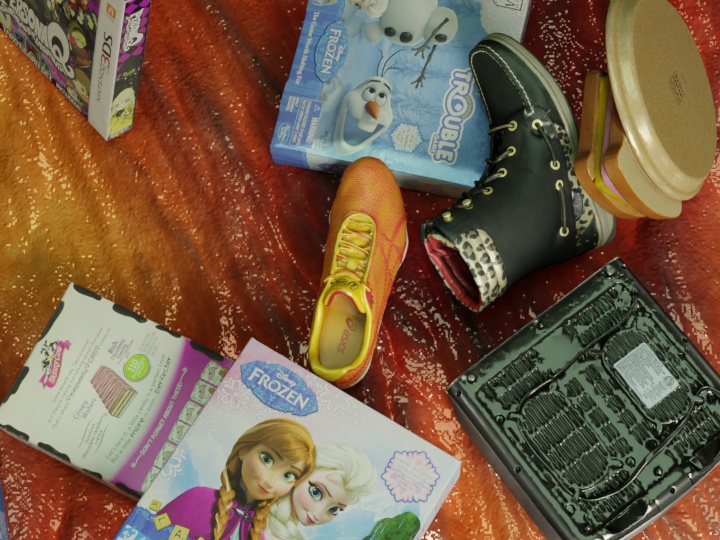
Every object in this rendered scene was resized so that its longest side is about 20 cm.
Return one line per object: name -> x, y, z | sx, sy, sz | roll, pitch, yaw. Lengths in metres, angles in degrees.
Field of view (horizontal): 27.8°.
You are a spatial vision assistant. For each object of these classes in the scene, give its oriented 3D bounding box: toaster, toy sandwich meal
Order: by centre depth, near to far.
toaster -> 0.195, 0.121, 1.153 | 0.180, 0.119, 0.200 | -37, 72, -7
toy sandwich meal -> 0.235, -0.138, 1.225 | 0.070, 0.204, 0.207 | -15, 68, 34

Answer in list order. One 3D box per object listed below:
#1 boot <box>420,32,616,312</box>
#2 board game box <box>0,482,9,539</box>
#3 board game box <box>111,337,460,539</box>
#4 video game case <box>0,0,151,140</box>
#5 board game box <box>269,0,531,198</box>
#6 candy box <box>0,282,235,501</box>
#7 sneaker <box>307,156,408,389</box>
boot -> 0.110, -0.081, 1.208 | 0.153, 0.073, 0.205 | -30, 94, -24
board game box -> -0.372, 0.184, 1.224 | 0.134, 0.034, 0.202 | -14, 71, 1
board game box -> -0.056, 0.184, 1.121 | 0.199, 0.041, 0.200 | 28, 68, 13
video game case -> -0.265, -0.241, 1.281 | 0.036, 0.182, 0.200 | -34, 71, -32
board game box -> 0.038, -0.176, 1.303 | 0.197, 0.043, 0.202 | 11, 74, 8
candy box -> -0.185, 0.116, 1.217 | 0.199, 0.061, 0.137 | 25, 74, 11
sneaker -> 0.000, 0.000, 1.222 | 0.072, 0.077, 0.202 | 6, 79, 5
